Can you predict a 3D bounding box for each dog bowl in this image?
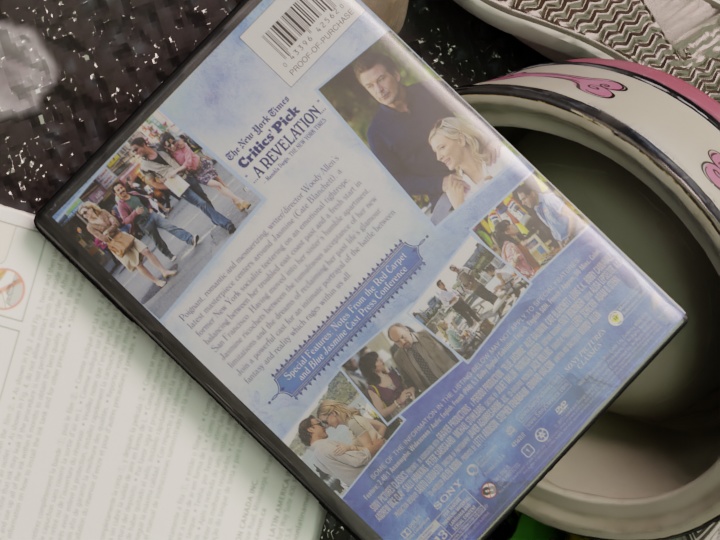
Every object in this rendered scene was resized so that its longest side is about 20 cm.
[{"bbox_3d":[0.093,0.005,0.893,0.074,0.200,0.201,-38,114,-41],"label":"dog bowl"}]

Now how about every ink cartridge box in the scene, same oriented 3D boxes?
[{"bbox_3d":[-0.108,0.064,0.842,0.199,0.057,0.163,16,87,0],"label":"ink cartridge box"}]

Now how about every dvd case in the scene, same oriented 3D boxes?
[{"bbox_3d":[0.000,0.000,0.816,0.200,0.018,0.143,44,86,1],"label":"dvd case"}]

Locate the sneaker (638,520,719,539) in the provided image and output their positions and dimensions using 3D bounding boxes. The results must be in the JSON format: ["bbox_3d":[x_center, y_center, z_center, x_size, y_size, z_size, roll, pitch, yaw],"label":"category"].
[{"bbox_3d":[0.162,0.109,0.887,0.076,0.088,0.200,39,68,-5],"label":"sneaker"}]

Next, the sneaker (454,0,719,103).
[{"bbox_3d":[0.079,-0.119,0.944,0.200,0.085,0.073,38,84,-6],"label":"sneaker"}]

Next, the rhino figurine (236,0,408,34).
[{"bbox_3d":[-0.030,-0.169,0.871,0.087,0.060,0.201,-16,101,-35],"label":"rhino figurine"}]

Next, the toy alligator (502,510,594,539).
[{"bbox_3d":[0.089,0.119,0.978,0.199,0.059,0.054,-6,62,-14],"label":"toy alligator"}]
